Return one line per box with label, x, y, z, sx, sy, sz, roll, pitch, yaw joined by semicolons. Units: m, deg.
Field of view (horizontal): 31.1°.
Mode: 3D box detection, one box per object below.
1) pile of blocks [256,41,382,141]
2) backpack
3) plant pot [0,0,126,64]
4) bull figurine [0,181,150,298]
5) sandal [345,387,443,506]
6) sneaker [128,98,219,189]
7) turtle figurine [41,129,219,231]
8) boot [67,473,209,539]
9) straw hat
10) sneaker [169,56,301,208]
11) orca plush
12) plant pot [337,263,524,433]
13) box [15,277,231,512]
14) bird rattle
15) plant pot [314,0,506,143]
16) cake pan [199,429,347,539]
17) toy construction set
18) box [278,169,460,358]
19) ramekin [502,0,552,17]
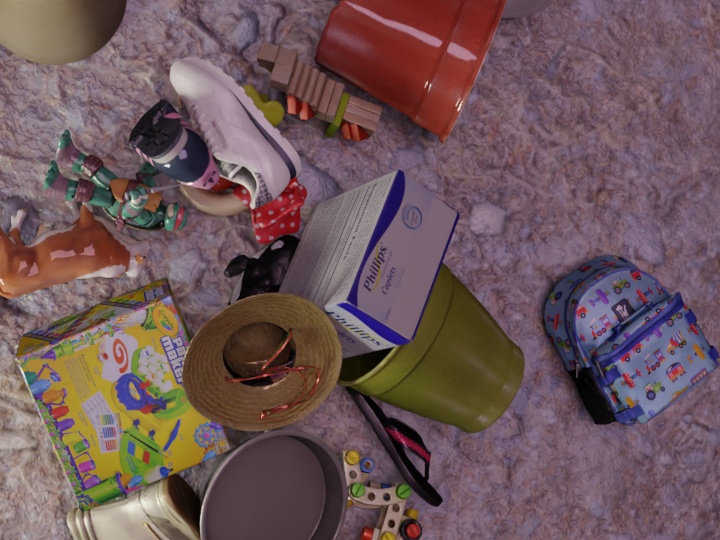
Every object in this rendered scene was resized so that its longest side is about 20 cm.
pile of blocks;-0.061;-0.208;1.626;0.199;0.082;0.063;29;68;-32
backpack;0.347;0.081;1.696;0.181;0.134;0.201;-30;92;-12
plant pot;-0.366;-0.356;1.522;0.185;0.200;0.190;1;87;-12
bull figurine;-0.357;-0.033;1.581;0.198;0.065;0.123;-16;81;-20
sandal;0.052;0.216;1.655;0.045;0.075;0.201;-34;93;2
sneaker;-0.217;-0.141;1.509;0.070;0.200;0.082;-46;116;4
turtle figurine;-0.272;-0.095;1.541;0.198;0.150;0.102;18;112;-12
boot;-0.252;0.338;1.583;0.153;0.073;0.201;-19;129;12
straw hat;-0.123;0.087;1.506;0.199;0.085;0.203;-11;126;-15
sneaker;-0.160;-0.165;1.520;0.200;0.076;0.080;45;69;4
orca plush;-0.138;0.037;1.622;0.199;0.071;0.106;-38;95;-10
plant pot;0.097;0.104;1.624;0.192;0.200;0.202;35;81;-21
box;-0.280;0.144;1.539;0.191;0.122;0.202;-21;103;-7
bird rattle;-0.153;-0.131;1.629;0.161;0.113;0.203;-9;97;5
plant pot;0.056;-0.291;1.623;0.193;0.201;0.203;23;84;-3
cake pan;-0.108;0.285;1.557;0.198;0.037;0.203;-7;103;-30
toy construction set;0.004;0.338;1.632;0.130;0.092;0.202;22;84;-11
box;0.000;0.000;1.560;0.104;0.199;0.186;33;64;-23
ramekin;0.163;-0.416;1.646;0.200;0.202;0.095;21;73;-10
